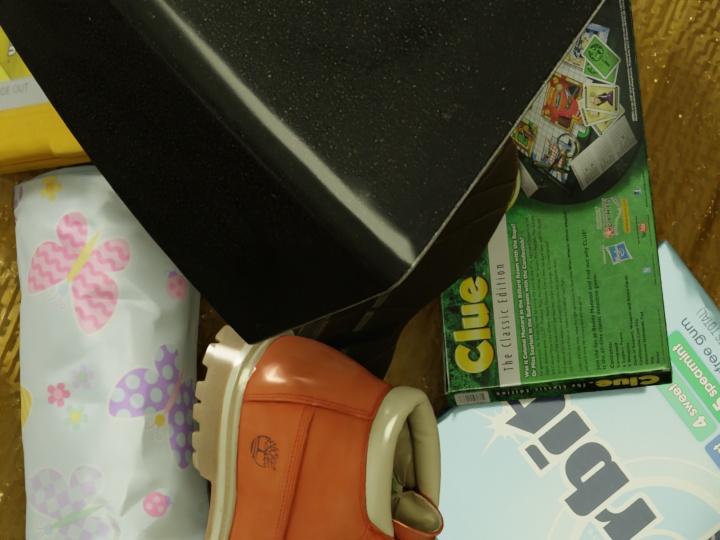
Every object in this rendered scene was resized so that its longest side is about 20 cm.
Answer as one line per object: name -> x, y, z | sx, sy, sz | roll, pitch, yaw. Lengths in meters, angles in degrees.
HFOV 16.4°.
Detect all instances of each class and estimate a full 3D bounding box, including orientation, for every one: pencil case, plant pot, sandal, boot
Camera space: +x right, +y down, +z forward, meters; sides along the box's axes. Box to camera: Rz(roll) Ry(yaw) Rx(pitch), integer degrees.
pencil case -> -0.110, 0.050, 1.133 | 0.090, 0.083, 0.202 | -4, 84, 6
plant pot -> -0.027, -0.113, 0.958 | 0.177, 0.200, 0.200 | 39, 72, -9
sandal -> 0.000, 0.000, 1.119 | 0.081, 0.201, 0.055 | -11, 56, -36
boot -> -0.016, 0.126, 1.092 | 0.106, 0.075, 0.202 | 14, 119, 26

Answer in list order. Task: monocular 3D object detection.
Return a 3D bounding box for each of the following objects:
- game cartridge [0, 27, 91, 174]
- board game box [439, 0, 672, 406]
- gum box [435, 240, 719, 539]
game cartridge -> -0.139, -0.135, 1.109 | 0.032, 0.199, 0.178 | 6, 81, -47
board game box -> 0.083, -0.040, 1.157 | 0.104, 0.023, 0.202 | -5, 68, 5
gum box -> 0.113, 0.115, 1.163 | 0.199, 0.045, 0.170 | -37, 89, -8
